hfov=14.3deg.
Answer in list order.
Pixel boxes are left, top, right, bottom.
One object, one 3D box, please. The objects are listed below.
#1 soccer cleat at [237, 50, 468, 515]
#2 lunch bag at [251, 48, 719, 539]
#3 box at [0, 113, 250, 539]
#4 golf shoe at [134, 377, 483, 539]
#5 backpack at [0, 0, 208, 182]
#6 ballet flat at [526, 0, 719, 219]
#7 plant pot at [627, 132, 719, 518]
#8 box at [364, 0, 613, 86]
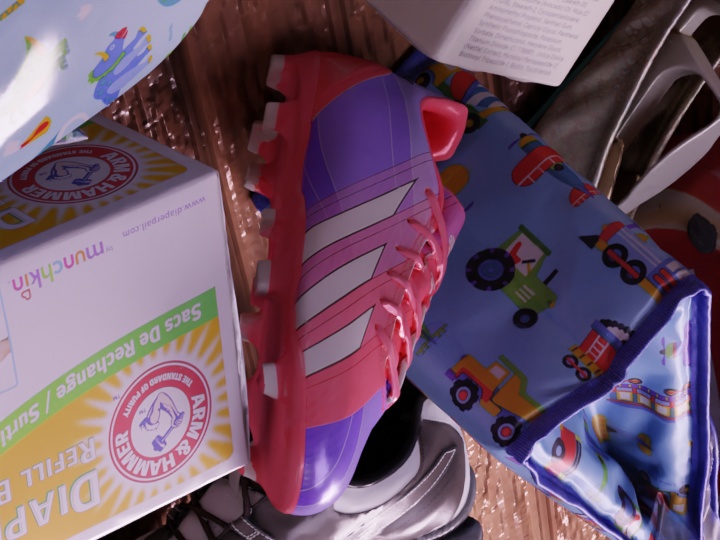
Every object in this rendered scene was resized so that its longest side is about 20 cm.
[{"bbox_3d":[0.000,0.000,0.931,0.076,0.200,0.067,9,130,-8],"label":"soccer cleat"},{"bbox_3d":[0.063,0.034,1.079,0.094,0.151,0.200,-41,150,-7],"label":"lunch bag"},{"bbox_3d":[-0.143,0.032,0.835,0.200,0.112,0.102,-25,124,-33],"label":"box"},{"bbox_3d":[-0.048,0.098,1.100,0.199,0.078,0.095,-22,128,-24],"label":"golf shoe"},{"bbox_3d":[-0.115,-0.095,0.735,0.199,0.154,0.163,-25,152,-11],"label":"backpack"},{"bbox_3d":[0.133,-0.091,1.105,0.067,0.062,0.200,11,118,-56],"label":"ballet flat"},{"bbox_3d":[0.193,0.025,1.186,0.182,0.200,0.201,-10,135,-41],"label":"plant pot"},{"bbox_3d":[0.076,-0.162,0.943,0.082,0.068,0.200,7,121,-55],"label":"box"}]
